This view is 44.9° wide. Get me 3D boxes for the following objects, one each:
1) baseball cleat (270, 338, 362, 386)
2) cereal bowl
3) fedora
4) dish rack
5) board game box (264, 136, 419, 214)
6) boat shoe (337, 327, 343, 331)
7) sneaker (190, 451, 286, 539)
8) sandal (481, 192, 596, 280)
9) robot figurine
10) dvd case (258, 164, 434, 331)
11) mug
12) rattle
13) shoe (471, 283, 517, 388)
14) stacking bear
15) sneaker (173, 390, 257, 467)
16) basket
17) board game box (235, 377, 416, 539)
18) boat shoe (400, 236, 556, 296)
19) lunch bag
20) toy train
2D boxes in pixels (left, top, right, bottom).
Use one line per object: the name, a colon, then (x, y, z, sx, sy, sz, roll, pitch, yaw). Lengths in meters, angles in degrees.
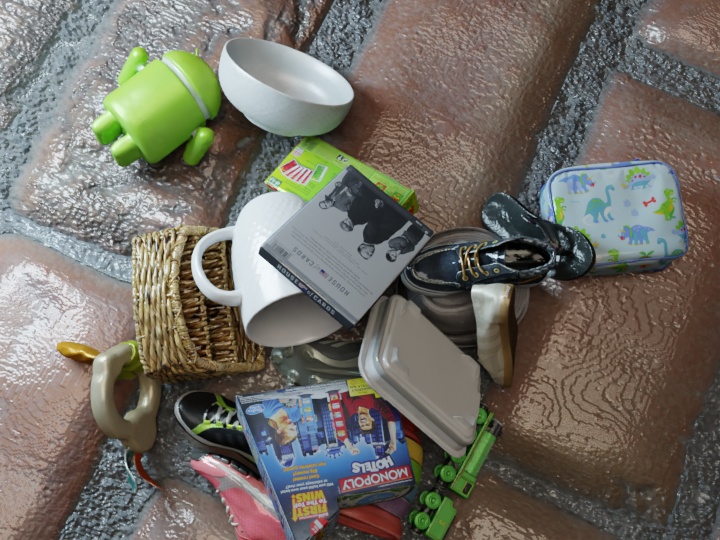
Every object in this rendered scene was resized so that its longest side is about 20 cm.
baseball cleat: (-0.021, 0.125, 1.207, 0.199, 0.106, 0.070, 9, 109, 24)
cereal bowl: (-0.113, -0.252, 1.252, 0.199, 0.200, 0.084, 28, 118, 4)
fedora: (0.149, 0.015, 1.225, 0.199, 0.090, 0.178, -9, 76, -5)
dish rack: (0.090, 0.128, 1.140, 0.200, 0.043, 0.172, 43, 33, -19)
board game box: (-0.027, -0.107, 1.235, 0.200, 0.048, 0.102, 32, 74, 27)
boat shoe: (0.000, 0.000, 1.239, 0.064, 0.071, 0.200, 35, 78, 25)
sneaker: (-0.150, 0.312, 1.146, 0.200, 0.074, 0.087, 32, 80, 6)
sandal: (0.238, -0.046, 1.218, 0.200, 0.048, 0.076, 36, 110, 41)
robot figurine: (-0.286, -0.235, 1.255, 0.200, 0.116, 0.176, -41, 87, -12)
dvd case: (-0.013, -0.035, 1.102, 0.150, 0.025, 0.200, 40, 52, 4)
mug: (-0.123, -0.008, 1.150, 0.199, 0.148, 0.176, -5, 58, -22)
rattle: (-0.342, 0.199, 1.169, 0.142, 0.130, 0.201, -5, 102, 7)
shoe: (0.180, 0.086, 1.169, 0.053, 0.201, 0.070, 4, 48, 15)
stacking bear: (0.031, 0.241, 1.158, 0.113, 0.122, 0.201, 18, 68, 4)
sneaker: (-0.151, 0.204, 1.159, 0.199, 0.083, 0.072, 26, 49, -1)
basket: (-0.217, 0.041, 1.169, 0.148, 0.143, 0.201, -8, 76, 1)
board game box: (-0.042, 0.240, 1.062, 0.199, 0.062, 0.201, -6, 58, -10)
boat shoe: (0.153, -0.012, 1.138, 0.199, 0.091, 0.071, -4, 77, -1)
lunch bag: (0.365, -0.077, 1.264, 0.199, 0.082, 0.162, -6, 76, -3)
toy train: (0.133, 0.275, 1.186, 0.056, 0.042, 0.201, 33, 76, -4)
